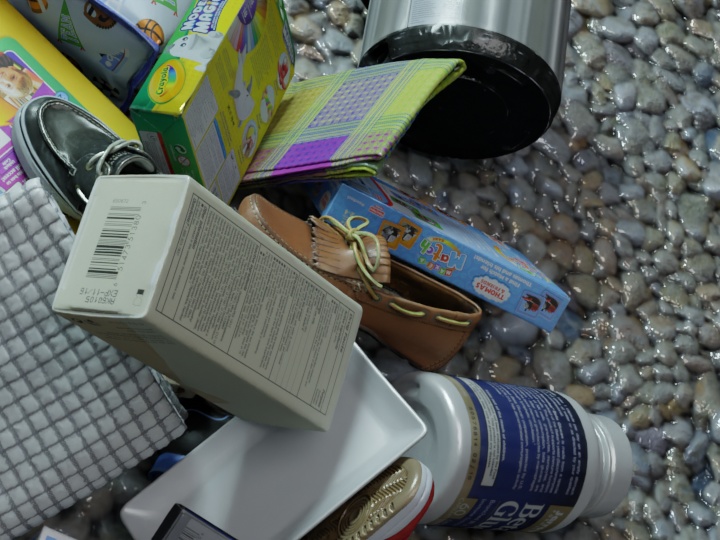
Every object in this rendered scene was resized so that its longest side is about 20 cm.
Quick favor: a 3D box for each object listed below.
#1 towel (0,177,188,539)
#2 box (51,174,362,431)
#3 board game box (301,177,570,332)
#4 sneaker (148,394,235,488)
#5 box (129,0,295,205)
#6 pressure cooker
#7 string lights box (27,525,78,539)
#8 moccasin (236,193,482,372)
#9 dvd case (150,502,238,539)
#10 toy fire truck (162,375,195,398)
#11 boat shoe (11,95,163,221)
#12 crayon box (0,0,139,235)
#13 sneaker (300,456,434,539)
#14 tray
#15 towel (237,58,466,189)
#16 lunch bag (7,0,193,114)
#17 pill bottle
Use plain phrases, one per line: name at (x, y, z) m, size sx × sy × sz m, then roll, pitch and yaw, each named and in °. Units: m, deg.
towel at (-0.228, 0.059, 0.968) m, size 0.165 × 0.086 × 0.200 m, roll -31°, pitch 99°, yaw -2°
box at (-0.089, 0.025, 0.934) m, size 0.200 × 0.077 × 0.095 m, roll 40°, pitch 60°, yaw -49°
board game box at (0.055, -0.026, 1.174) m, size 0.199 × 0.151 × 0.037 m, roll 25°, pitch 99°, yaw -14°
sneaker at (-0.051, 0.149, 1.078) m, size 0.199 × 0.070 × 0.078 m, roll 26°, pitch 63°, yaw -15°
box at (-0.102, -0.145, 1.114) m, size 0.048 × 0.118 × 0.200 m, roll 10°, pitch 50°, yaw 19°
pressure cooker at (0.094, -0.217, 1.256) m, size 0.175 × 0.179 × 0.201 m, roll 17°, pitch 61°, yaw -16°
string lights box at (-0.199, 0.278, 0.947) m, size 0.102 × 0.059 × 0.201 m, roll 26°, pitch 58°, yaw -15°
moccasin at (0.000, 0.001, 1.062) m, size 0.201 × 0.078 × 0.074 m, roll 33°, pitch 25°, yaw -19°
dvd case at (-0.078, 0.260, 0.943) m, size 0.200 × 0.025 × 0.151 m, roll 37°, pitch 81°, yaw -22°
toy fire truck at (-0.116, 0.043, 1.058) m, size 0.200 × 0.049 × 0.141 m, roll 45°, pitch 56°, yaw 11°
boat shoe at (-0.163, -0.059, 1.031) m, size 0.200 × 0.071 × 0.072 m, roll 44°, pitch 55°, yaw 11°
crayon box at (-0.270, -0.075, 1.074) m, size 0.173 × 0.058 × 0.200 m, roll 45°, pitch 56°, yaw -4°
sneaker at (0.010, 0.213, 1.016) m, size 0.112 × 0.200 × 0.071 m, roll 36°, pitch 31°, yaw -15°
tray at (-0.058, 0.139, 0.998) m, size 0.200 × 0.022 × 0.107 m, roll -38°, pitch 54°, yaw -5°
towel at (-0.026, -0.110, 1.145) m, size 0.144 × 0.199 × 0.023 m, roll -54°, pitch 124°, yaw -37°
lunch bag at (-0.208, -0.251, 1.148) m, size 0.200 × 0.124 × 0.170 m, roll 37°, pitch 52°, yaw -5°
pill bottle at (0.111, 0.141, 1.131) m, size 0.199 × 0.111 × 0.112 m, roll 11°, pitch 62°, yaw -37°
